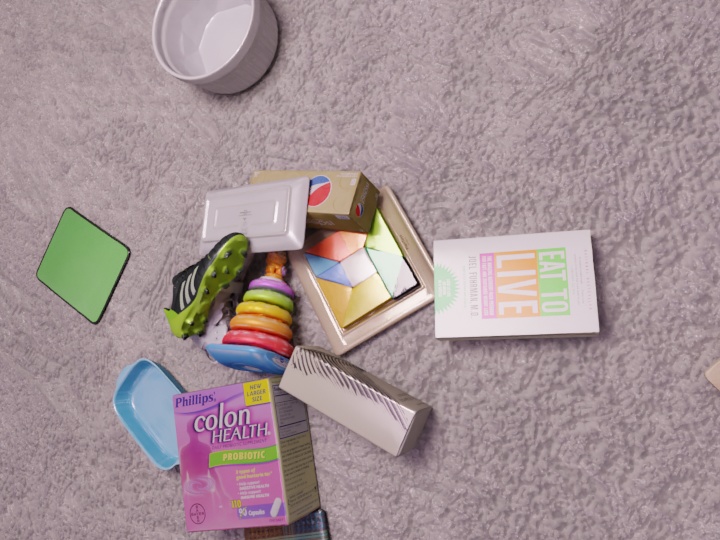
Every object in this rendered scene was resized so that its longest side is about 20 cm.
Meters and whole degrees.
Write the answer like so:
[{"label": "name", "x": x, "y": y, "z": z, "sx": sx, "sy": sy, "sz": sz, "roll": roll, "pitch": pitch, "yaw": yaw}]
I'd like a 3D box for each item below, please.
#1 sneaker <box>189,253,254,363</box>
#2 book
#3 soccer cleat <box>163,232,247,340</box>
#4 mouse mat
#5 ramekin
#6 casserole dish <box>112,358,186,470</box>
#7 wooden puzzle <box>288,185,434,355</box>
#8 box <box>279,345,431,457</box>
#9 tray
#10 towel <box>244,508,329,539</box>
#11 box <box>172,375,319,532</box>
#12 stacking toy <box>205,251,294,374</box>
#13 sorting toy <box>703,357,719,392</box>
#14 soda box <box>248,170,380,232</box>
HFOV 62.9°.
[{"label": "sneaker", "x": -0.208, "y": 0.050, "z": 0.931, "sx": 0.115, "sy": 0.075, "sz": 0.200, "roll": 47, "pitch": 108, "yaw": 20}, {"label": "book", "x": 0.197, "y": 0.021, "z": 0.764, "sx": 0.199, "sy": 0.048, "sz": 0.134, "roll": -4, "pitch": 77, "yaw": 18}, {"label": "soccer cleat", "x": -0.234, "y": 0.014, "z": 0.865, "sx": 0.081, "sy": 0.067, "sz": 0.200, "roll": 47, "pitch": 115, "yaw": 25}, {"label": "mouse mat", "x": -0.527, "y": -0.012, "z": 1.112, "sx": 0.200, "sy": 0.008, "sz": 0.161, "roll": 30, "pitch": 97, "yaw": 22}, {"label": "ramekin", "x": -0.231, "y": -0.390, "z": 0.971, "sx": 0.199, "sy": 0.105, "sz": 0.201, "roll": -3, "pitch": 83, "yaw": 23}, {"label": "casserole dish", "x": -0.332, "y": 0.236, "z": 0.983, "sx": 0.200, "sy": 0.039, "sz": 0.121, "roll": 41, "pitch": 101, "yaw": 23}, {"label": "wooden puzzle", "x": 0.000, "y": 0.000, "z": 0.864, "sx": 0.200, "sy": 0.037, "sz": 0.185, "roll": -33, "pitch": 73, "yaw": 17}, {"label": "box", "x": -0.009, "y": 0.177, "z": 0.825, "sx": 0.200, "sy": 0.082, "sz": 0.069, "roll": 24, "pitch": 93, "yaw": 23}, {"label": "tray", "x": -0.165, "y": -0.079, "z": 0.866, "sx": 0.199, "sy": 0.022, "sz": 0.108, "roll": -3, "pitch": 78, "yaw": 30}, {"label": "towel", "x": -0.100, "y": 0.461, "z": 0.867, "sx": 0.146, "sy": 0.022, "sz": 0.201, "roll": -14, "pitch": 77, "yaw": 21}, {"label": "box", "x": -0.171, "y": 0.268, "z": 0.876, "sx": 0.175, "sy": 0.097, "sz": 0.201, "roll": -13, "pitch": 79, "yaw": 22}, {"label": "stacking toy", "x": -0.141, "y": 0.051, "z": 0.893, "sx": 0.109, "sy": 0.116, "sz": 0.201, "roll": -1, "pitch": 67, "yaw": 29}, {"label": "sorting toy", "x": 0.510, "y": 0.115, "z": 0.610, "sx": 0.200, "sy": 0.070, "sz": 0.199, "roll": -46, "pitch": 69, "yaw": 12}, {"label": "soda box", "x": -0.076, "y": -0.105, "z": 0.874, "sx": 0.199, "sy": 0.064, "sz": 0.068, "roll": 7, "pitch": 74, "yaw": 31}]
